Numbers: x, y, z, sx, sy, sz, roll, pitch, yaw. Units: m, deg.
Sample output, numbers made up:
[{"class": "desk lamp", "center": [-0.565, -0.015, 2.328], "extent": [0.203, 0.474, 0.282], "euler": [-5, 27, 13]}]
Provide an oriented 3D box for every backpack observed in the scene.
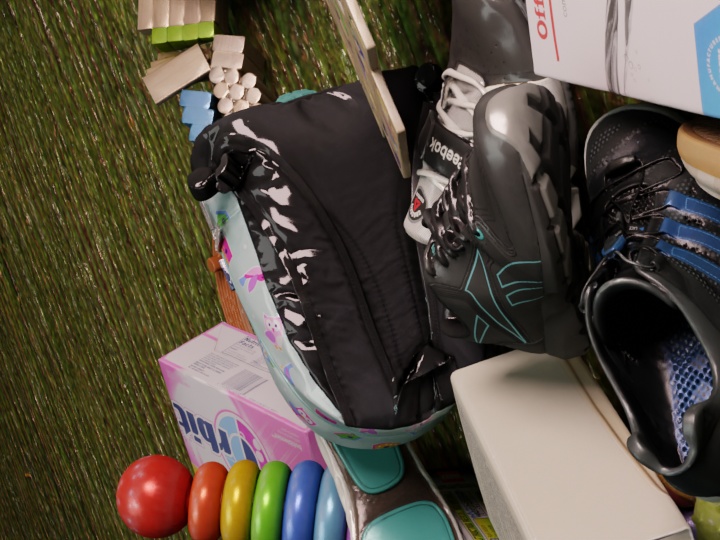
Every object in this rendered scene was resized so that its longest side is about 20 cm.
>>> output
[{"class": "backpack", "center": [0.000, 0.000, 0.983], "extent": [0.127, 0.165, 0.202], "euler": [118, 133, -77]}]

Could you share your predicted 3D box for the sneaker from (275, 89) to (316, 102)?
[{"class": "sneaker", "center": [-0.016, -0.016, 1.097], "extent": [0.202, 0.077, 0.091], "euler": [69, 158, 7]}]

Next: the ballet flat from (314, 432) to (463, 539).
[{"class": "ballet flat", "center": [0.018, 0.147, 1.038], "extent": [0.202, 0.069, 0.070], "euler": [68, 154, 18]}]

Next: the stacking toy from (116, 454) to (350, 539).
[{"class": "stacking toy", "center": [-0.062, 0.155, 1.120], "extent": [0.085, 0.197, 0.087], "euler": [7, -90, -84]}]

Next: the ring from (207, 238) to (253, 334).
[{"class": "ring", "center": [-0.068, 0.033, 1.289], "extent": [0.200, 0.019, 0.202], "euler": [42, 143, 43]}]

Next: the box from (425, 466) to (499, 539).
[{"class": "box", "center": [0.062, 0.241, 1.084], "extent": [0.110, 0.034, 0.202], "euler": [-131, 42, -65]}]

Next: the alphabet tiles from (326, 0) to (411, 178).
[{"class": "alphabet tiles", "center": [-0.015, -0.149, 0.870], "extent": [0.166, 0.006, 0.202], "euler": [68, 179, -79]}]

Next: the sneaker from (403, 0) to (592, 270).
[{"class": "sneaker", "center": [0.061, -0.053, 0.863], "extent": [0.074, 0.088, 0.202], "euler": [44, 153, 56]}]

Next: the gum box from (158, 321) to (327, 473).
[{"class": "gum box", "center": [-0.063, 0.121, 1.245], "extent": [0.199, 0.066, 0.115], "euler": [20, 131, 49]}]

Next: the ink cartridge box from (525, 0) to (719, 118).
[{"class": "ink cartridge box", "center": [0.128, -0.138, 0.737], "extent": [0.199, 0.066, 0.117], "euler": [24, 128, 57]}]

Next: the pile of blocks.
[{"class": "pile of blocks", "center": [-0.094, -0.120, 1.169], "extent": [0.202, 0.081, 0.062], "euler": [65, -172, 17]}]

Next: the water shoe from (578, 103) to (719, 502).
[{"class": "water shoe", "center": [0.134, 0.001, 0.754], "extent": [0.071, 0.079, 0.202], "euler": [-32, 55, 29]}]

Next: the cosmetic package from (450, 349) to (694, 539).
[{"class": "cosmetic package", "center": [0.109, 0.127, 0.859], "extent": [0.200, 0.072, 0.104], "euler": [-115, 7, -63]}]

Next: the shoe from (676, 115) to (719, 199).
[{"class": "shoe", "center": [0.199, -0.014, 0.678], "extent": [0.200, 0.069, 0.054], "euler": [33, 128, 48]}]

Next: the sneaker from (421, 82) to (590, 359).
[{"class": "sneaker", "center": [0.063, -0.013, 0.786], "extent": [0.201, 0.078, 0.076], "euler": [71, -159, -57]}]

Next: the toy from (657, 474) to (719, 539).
[{"class": "toy", "center": [0.171, 0.101, 0.836], "extent": [0.115, 0.047, 0.202], "euler": [41, 141, 48]}]
